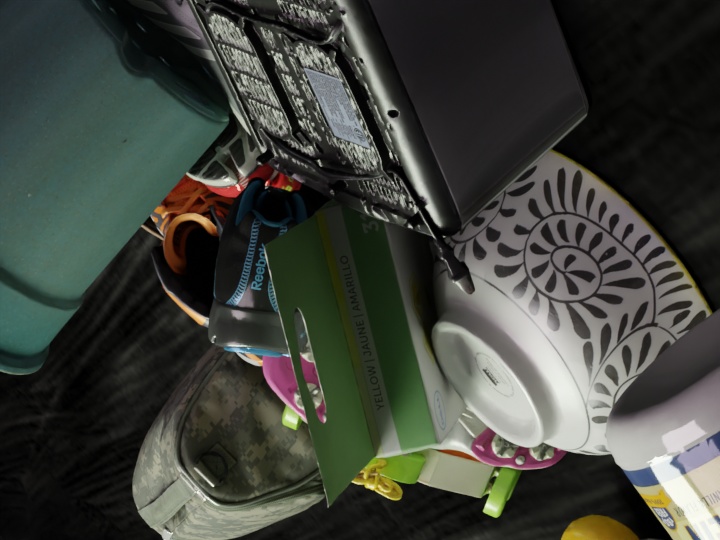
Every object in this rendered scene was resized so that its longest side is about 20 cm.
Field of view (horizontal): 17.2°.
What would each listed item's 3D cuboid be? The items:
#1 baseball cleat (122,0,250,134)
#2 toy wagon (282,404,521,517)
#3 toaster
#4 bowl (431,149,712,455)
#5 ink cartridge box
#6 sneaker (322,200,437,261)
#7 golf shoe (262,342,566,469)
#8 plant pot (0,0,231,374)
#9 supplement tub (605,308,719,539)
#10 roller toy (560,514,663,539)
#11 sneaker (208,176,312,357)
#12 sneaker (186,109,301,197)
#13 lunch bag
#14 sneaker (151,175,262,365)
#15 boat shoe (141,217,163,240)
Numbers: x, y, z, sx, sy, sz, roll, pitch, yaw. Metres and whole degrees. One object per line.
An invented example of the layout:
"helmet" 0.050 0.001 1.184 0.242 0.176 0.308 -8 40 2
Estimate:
"baseball cleat" -0.077 -0.154 1.356 0.200 0.070 0.106 46 158 -13
"toy wagon" 0.028 0.110 1.534 0.154 0.040 0.200 23 -174 6
"toaster" 0.006 -0.119 1.225 0.181 0.118 0.201 25 147 51
"bowl" 0.102 0.036 1.322 0.201 0.094 0.201 42 159 21
"ink cartridge box" 0.007 0.033 1.310 0.200 0.048 0.146 -43 -60 -75
"sneaker" 0.000 0.000 1.512 0.089 0.080 0.200 57 159 10
"golf shoe" 0.031 0.076 1.463 0.199 0.076 0.092 16 -178 -12
"plant pot" -0.194 -0.077 1.410 0.200 0.196 0.200 44 -166 -13
"supplement tub" 0.225 0.111 1.116 0.200 0.144 0.144 53 160 -4
"roller toy" 0.183 0.266 1.473 0.200 0.139 0.183 40 146 33
"sneaker" -0.045 -0.015 1.378 0.200 0.073 0.082 -93 12 -74
"sneaker" -0.067 -0.076 1.504 0.085 0.077 0.200 46 -177 -15
"lunch bag" -0.082 0.120 1.742 0.140 0.168 0.200 51 160 1
"sneaker" -0.105 -0.035 1.577 0.200 0.077 0.112 57 -173 26
"boat shoe" -0.091 -0.015 1.671 0.200 0.072 0.072 33 154 40
